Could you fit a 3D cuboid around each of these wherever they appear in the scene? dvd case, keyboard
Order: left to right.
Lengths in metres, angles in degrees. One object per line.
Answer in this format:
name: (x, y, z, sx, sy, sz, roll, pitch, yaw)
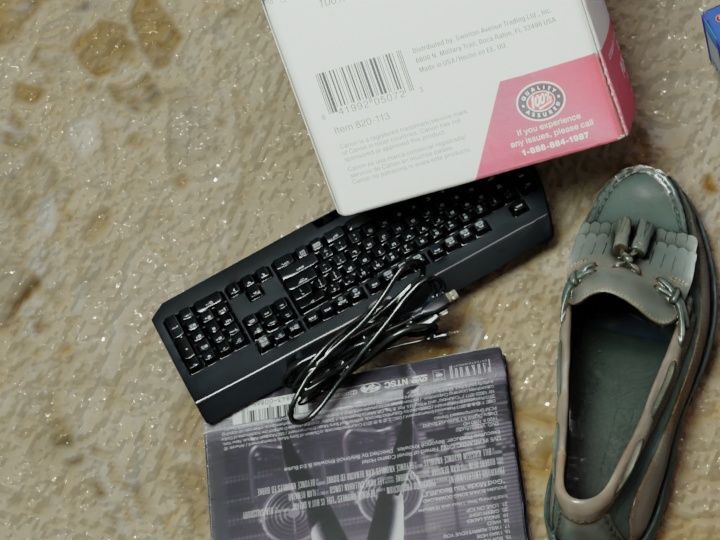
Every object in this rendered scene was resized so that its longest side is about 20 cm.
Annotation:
keyboard: (0.000, 0.000, 1.129, 0.200, 0.040, 0.104, -30, 52, -4)
dvd case: (0.005, 0.138, 1.079, 0.149, 0.016, 0.200, -11, 60, 8)

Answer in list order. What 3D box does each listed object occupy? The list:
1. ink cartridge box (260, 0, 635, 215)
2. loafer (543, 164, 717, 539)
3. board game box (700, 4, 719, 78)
ink cartridge box: (0.031, -0.145, 1.106, 0.146, 0.200, 0.083, -15, 19, 15)
loafer: (0.122, 0.035, 1.076, 0.072, 0.063, 0.200, 3, 64, 16)
board game box: (0.281, -0.101, 1.117, 0.200, 0.045, 0.135, -23, 60, 2)
